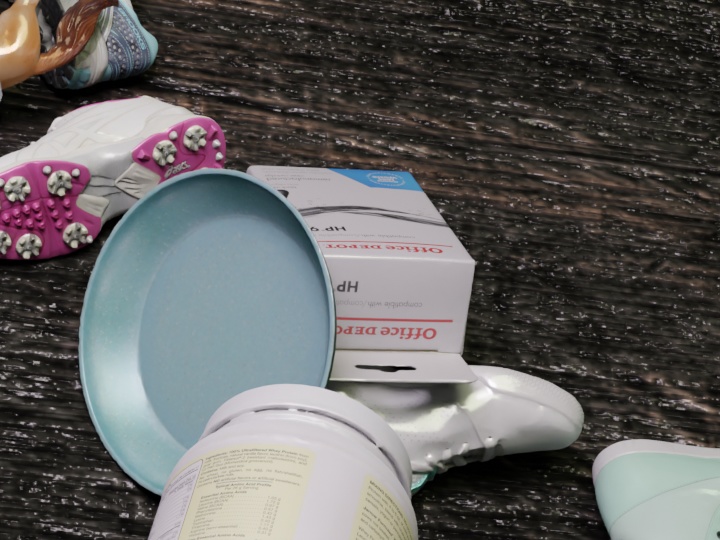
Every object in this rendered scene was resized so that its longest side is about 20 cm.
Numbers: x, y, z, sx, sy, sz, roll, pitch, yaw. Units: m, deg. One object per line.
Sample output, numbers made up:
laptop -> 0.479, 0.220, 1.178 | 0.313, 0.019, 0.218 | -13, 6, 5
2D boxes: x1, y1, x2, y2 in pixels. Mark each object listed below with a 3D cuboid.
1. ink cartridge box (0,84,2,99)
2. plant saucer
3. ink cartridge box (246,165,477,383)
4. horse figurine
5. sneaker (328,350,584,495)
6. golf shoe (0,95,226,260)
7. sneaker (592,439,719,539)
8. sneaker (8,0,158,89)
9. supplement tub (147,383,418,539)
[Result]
ink cartridge box -> -0.348, -0.063, 1.511 | 0.199, 0.041, 0.200 | 12, 56, 12
plant saucer -> -0.085, 0.040, 1.456 | 0.036, 0.200, 0.200 | 11, 37, -53
ink cartridge box -> 0.000, 0.000, 1.526 | 0.116, 0.068, 0.200 | 1, 23, -16
horse figurine -> -0.263, -0.163, 1.600 | 0.199, 0.050, 0.133 | 2, 70, 1
sneaker -> 0.039, 0.106, 1.508 | 0.199, 0.075, 0.089 | 7, 60, -4
golf shoe -> -0.190, -0.064, 1.589 | 0.200, 0.076, 0.092 | -17, 36, -28
sneaker -> 0.248, 0.167, 1.503 | 0.200, 0.074, 0.118 | 1, 42, -4
sneaker -> -0.204, -0.209, 1.712 | 0.086, 0.078, 0.200 | -3, 57, -33
supplement tub -> -0.047, 0.172, 1.283 | 0.145, 0.145, 0.200 | 17, 42, -2
